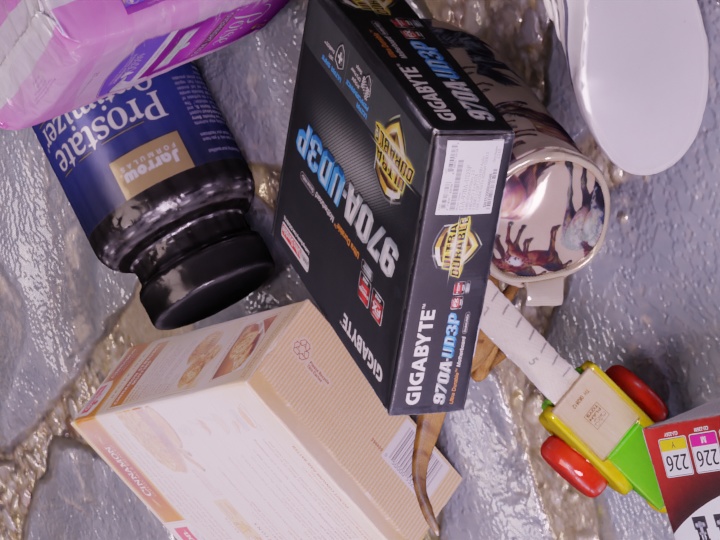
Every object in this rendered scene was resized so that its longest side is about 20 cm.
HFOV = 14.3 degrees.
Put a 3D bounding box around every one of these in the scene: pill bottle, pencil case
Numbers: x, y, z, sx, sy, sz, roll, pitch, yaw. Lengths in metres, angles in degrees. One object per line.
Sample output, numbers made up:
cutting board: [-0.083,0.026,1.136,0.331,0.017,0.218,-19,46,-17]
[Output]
pill bottle: [-0.134,-0.070,1.797,0.112,0.112,0.201,-43,71,50]
pencil case: [0.063,-0.063,1.537,0.200,0.077,0.090,-125,43,-56]

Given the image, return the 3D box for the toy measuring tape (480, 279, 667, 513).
toy measuring tape: [0.106,0.062,1.547,0.200,0.074,0.073,44,148,-22]

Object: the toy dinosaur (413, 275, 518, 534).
toy dinosaur: [0.048,0.048,1.590,0.060,0.106,0.201,16,80,7]

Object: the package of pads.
package of pads: [-0.127,-0.159,1.682,0.076,0.199,0.120,61,144,6]

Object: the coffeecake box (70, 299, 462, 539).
coffeecake box: [-0.060,0.110,1.761,0.154,0.073,0.200,49,146,-19]

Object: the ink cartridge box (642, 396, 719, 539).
ink cartridge box: [0.257,0.138,1.422,0.200,0.084,0.177,-16,92,52]

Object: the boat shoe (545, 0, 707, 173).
boat shoe: [0.124,-0.150,1.477,0.066,0.072,0.201,-136,26,-72]

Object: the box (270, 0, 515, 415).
box: [0.013,-0.043,1.493,0.200,0.046,0.160,-124,38,-55]
